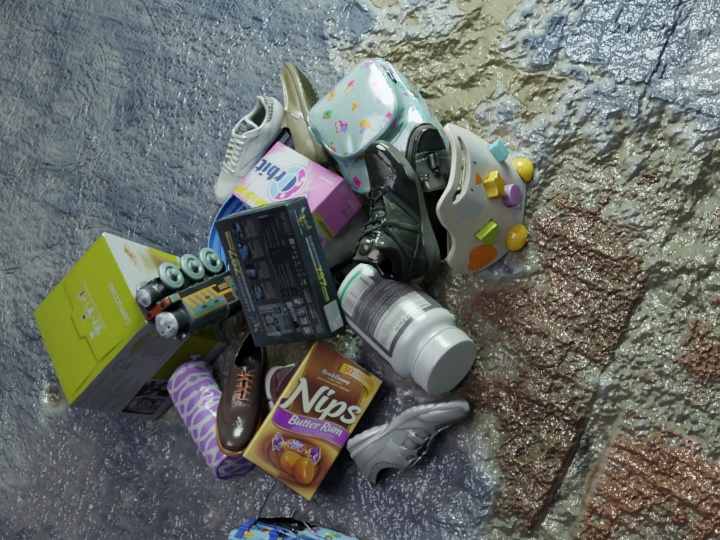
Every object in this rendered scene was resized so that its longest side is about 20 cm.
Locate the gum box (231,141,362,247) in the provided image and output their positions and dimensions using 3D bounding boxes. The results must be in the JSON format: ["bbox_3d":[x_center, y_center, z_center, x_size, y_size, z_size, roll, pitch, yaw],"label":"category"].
[{"bbox_3d":[-0.104,-0.113,1.592,0.114,0.066,0.199,-47,43,-9],"label":"gum box"}]

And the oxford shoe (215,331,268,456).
[{"bbox_3d":[-0.183,0.185,1.571,0.070,0.073,0.202,5,51,0],"label":"oxford shoe"}]

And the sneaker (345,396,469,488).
[{"bbox_3d":[0.076,0.238,1.446,0.199,0.074,0.083,-31,75,29],"label":"sneaker"}]

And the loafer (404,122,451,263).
[{"bbox_3d":[0.107,-0.108,1.475,0.063,0.071,0.203,-144,46,-61],"label":"loafer"}]

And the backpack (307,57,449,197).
[{"bbox_3d":[0.029,-0.203,1.555,0.175,0.153,0.201,-41,65,10],"label":"backpack"}]

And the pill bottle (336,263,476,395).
[{"bbox_3d":[0.064,0.080,1.464,0.200,0.113,0.114,42,99,34],"label":"pill bottle"}]

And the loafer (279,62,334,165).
[{"bbox_3d":[-0.101,-0.254,1.698,0.067,0.076,0.202,-27,62,16],"label":"loafer"}]

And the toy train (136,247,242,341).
[{"bbox_3d":[-0.261,0.039,1.602,0.085,0.200,0.115,-35,86,30],"label":"toy train"}]

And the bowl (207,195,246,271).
[{"bbox_3d":[-0.165,-0.046,1.699,0.198,0.039,0.204,-11,70,31],"label":"bowl"}]

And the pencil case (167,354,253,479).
[{"bbox_3d":[-0.233,0.233,1.631,0.084,0.085,0.201,-53,53,28],"label":"pencil case"}]

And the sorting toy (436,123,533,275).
[{"bbox_3d":[0.154,-0.114,1.423,0.106,0.179,0.203,-1,75,33],"label":"sorting toy"}]

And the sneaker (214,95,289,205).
[{"bbox_3d":[-0.196,-0.203,1.743,0.076,0.080,0.201,37,99,34],"label":"sneaker"}]

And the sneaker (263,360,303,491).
[{"bbox_3d":[-0.077,0.221,1.539,0.114,0.075,0.202,-25,63,22],"label":"sneaker"}]

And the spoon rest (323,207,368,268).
[{"bbox_3d":[-0.069,-0.030,1.603,0.099,0.061,0.200,40,77,12],"label":"spoon rest"}]

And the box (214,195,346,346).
[{"bbox_3d":[-0.117,0.005,1.496,0.156,0.051,0.203,-10,101,40],"label":"box"}]

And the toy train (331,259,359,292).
[{"bbox_3d":[0.000,0.000,1.573,0.199,0.046,0.034,-34,46,19],"label":"toy train"}]

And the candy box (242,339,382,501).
[{"bbox_3d":[-0.069,0.213,1.488,0.116,0.056,0.201,32,78,1],"label":"candy box"}]

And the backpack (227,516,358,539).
[{"bbox_3d":[-0.082,0.445,1.438,0.198,0.134,0.185,5,79,31],"label":"backpack"}]

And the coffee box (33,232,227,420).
[{"bbox_3d":[-0.379,0.095,1.696,0.200,0.197,0.201,-44,57,16],"label":"coffee box"}]

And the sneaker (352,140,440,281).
[{"bbox_3d":[0.033,-0.078,1.438,0.076,0.113,0.202,-10,99,55],"label":"sneaker"}]
